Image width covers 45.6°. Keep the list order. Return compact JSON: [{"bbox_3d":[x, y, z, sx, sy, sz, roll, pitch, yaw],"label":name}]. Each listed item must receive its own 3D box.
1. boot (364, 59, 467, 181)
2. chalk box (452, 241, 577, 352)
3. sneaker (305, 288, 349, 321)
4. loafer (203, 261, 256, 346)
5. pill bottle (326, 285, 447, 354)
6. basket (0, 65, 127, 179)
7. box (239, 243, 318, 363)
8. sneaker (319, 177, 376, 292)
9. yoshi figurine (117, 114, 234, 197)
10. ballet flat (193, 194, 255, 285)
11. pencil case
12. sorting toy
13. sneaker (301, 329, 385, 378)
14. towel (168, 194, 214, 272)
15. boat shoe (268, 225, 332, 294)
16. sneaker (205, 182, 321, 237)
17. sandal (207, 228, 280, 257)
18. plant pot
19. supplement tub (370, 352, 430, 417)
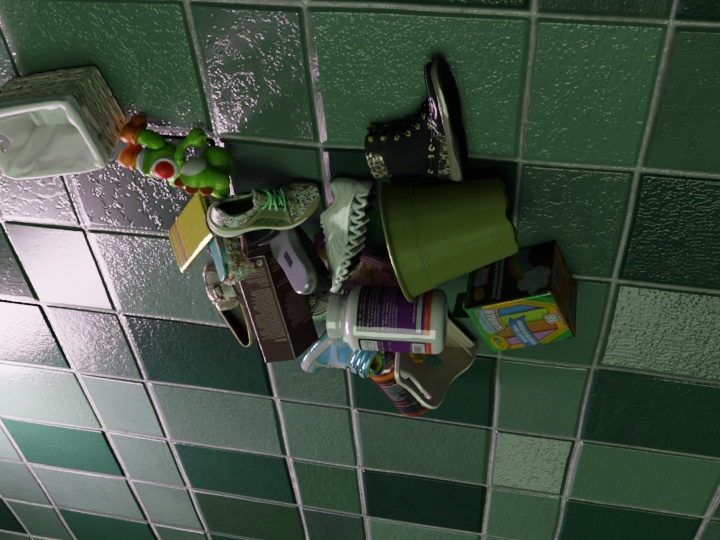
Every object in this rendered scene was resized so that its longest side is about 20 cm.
[{"bbox_3d":[0.074,-0.217,1.291,0.153,0.074,0.204,0,134,20],"label":"boot"},{"bbox_3d":[0.260,0.052,1.485,0.200,0.125,0.124,-13,131,29],"label":"chalk box"},{"bbox_3d":[-0.104,0.051,1.624,0.200,0.078,0.085,-17,128,31],"label":"sneaker"},{"bbox_3d":[-0.253,0.070,1.698,0.072,0.063,0.200,-8,133,24],"label":"loafer"},{"bbox_3d":[0.047,0.083,1.470,0.199,0.113,0.113,3,137,10],"label":"pill bottle"},{"bbox_3d":[-0.502,-0.243,1.394,0.199,0.124,0.136,-4,134,19],"label":"basket"},{"bbox_3d":[-0.151,0.056,1.559,0.075,0.100,0.200,-11,103,26],"label":"box"},{"bbox_3d":[-0.032,-0.062,1.452,0.081,0.075,0.200,17,105,11],"label":"sneaker"},{"bbox_3d":[-0.295,-0.187,1.432,0.200,0.112,0.112,25,176,8],"label":"yoshi figurine"},{"bbox_3d":[-0.237,-0.066,1.493,0.064,0.200,0.076,-10,160,-28],"label":"ballet flat"},{"bbox_3d":[0.000,0.000,1.537,0.200,0.087,0.083,20,-179,-5],"label":"pencil case"},{"bbox_3d":[0.115,0.156,1.595,0.107,0.180,0.200,-24,125,35],"label":"sorting toy"},{"bbox_3d":[-0.029,0.170,1.620,0.131,0.080,0.200,40,142,1],"label":"sneaker"},{"bbox_3d":[-0.300,-0.066,1.528,0.018,0.086,0.200,-15,169,-31],"label":"towel"},{"bbox_3d":[-0.106,-0.031,1.473,0.056,0.200,0.069,5,130,-33],"label":"boat shoe"},{"bbox_3d":[-0.158,-0.107,1.415,0.200,0.077,0.089,-17,168,-11],"label":"sneaker"},{"bbox_3d":[-0.203,-0.061,1.538,0.200,0.076,0.048,-15,165,41],"label":"sandal"},{"bbox_3d":[0.148,-0.068,1.365,0.189,0.200,0.200,-14,131,12],"label":"plant pot"},{"bbox_3d":[0.074,0.197,1.705,0.107,0.107,0.200,-16,130,30],"label":"supplement tub"}]
